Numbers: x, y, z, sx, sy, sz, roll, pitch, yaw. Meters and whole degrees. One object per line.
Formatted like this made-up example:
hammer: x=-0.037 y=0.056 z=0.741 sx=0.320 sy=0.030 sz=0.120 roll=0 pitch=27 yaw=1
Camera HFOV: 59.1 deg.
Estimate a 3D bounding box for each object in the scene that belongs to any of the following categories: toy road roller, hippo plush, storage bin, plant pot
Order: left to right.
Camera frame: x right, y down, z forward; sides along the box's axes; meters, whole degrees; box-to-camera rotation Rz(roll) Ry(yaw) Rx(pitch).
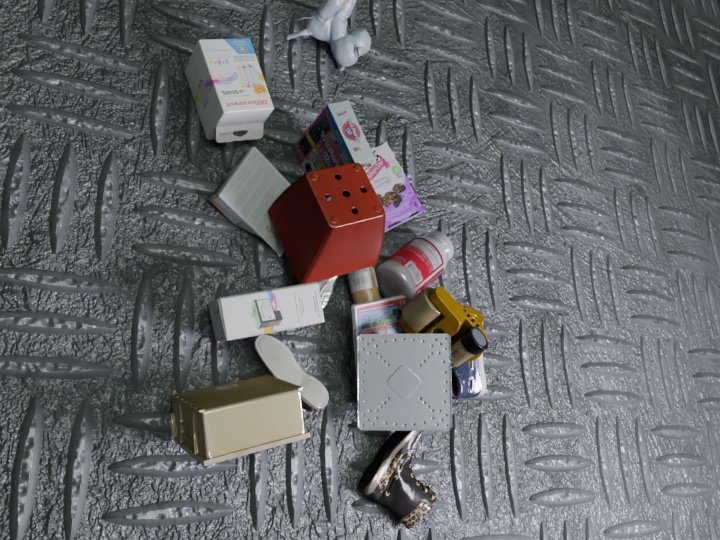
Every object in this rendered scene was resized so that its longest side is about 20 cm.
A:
storage bin: x=-0.230 y=0.266 z=1.175 sx=0.198 sy=0.198 sz=0.095 roll=-8 pitch=94 yaw=-32
plant pot: x=-0.057 y=-0.115 z=1.351 sx=0.199 sy=0.176 sz=0.201 roll=-16 pitch=69 yaw=-27
hippo plush: x=-0.045 y=-0.612 z=1.613 sx=0.161 sy=0.159 sz=0.200 roll=50 pitch=55 yaw=-5
toy road roller: x=0.200 y=0.121 z=1.439 sx=0.200 sy=0.123 sz=0.146 roll=48 pitch=32 yaw=0

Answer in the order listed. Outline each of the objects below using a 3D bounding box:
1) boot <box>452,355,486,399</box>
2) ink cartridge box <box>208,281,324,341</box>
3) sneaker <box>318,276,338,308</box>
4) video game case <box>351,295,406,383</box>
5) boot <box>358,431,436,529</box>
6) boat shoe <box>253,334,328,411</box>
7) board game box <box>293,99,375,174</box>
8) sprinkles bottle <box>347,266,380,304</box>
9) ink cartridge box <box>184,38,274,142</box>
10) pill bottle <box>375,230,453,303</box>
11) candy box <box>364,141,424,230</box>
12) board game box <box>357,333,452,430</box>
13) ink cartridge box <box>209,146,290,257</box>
boot: x=0.247 y=0.210 z=1.545 sx=0.090 sy=0.073 sz=0.202 roll=0 pitch=74 yaw=-36
ink cartridge box: x=-0.191 y=0.084 z=1.268 sx=0.198 sy=0.145 sz=0.085 roll=-9 pitch=86 yaw=-22
sneaker: x=-0.088 y=0.003 z=1.425 sx=0.079 sy=0.074 sz=0.201 roll=30 pitch=60 yaw=-12
video game case: x=0.048 y=0.166 z=1.436 sx=0.142 sy=0.017 sz=0.202 roll=-9 pitch=100 yaw=-33
boot: x=0.106 y=0.440 z=1.377 sx=0.151 sy=0.073 sz=0.200 roll=46 pitch=65 yaw=-9
boat shoe: x=-0.153 y=0.217 z=1.316 sx=0.200 sy=0.060 sz=0.074 roll=43 pitch=43 yaw=-12
board game box: x=-0.065 y=-0.272 z=1.456 sx=0.064 sy=0.200 sz=0.149 roll=-21 pitch=84 yaw=-35
sprinkles bottle: x=0.000 y=0.000 z=1.478 sx=0.068 sy=0.068 sz=0.202 roll=-4 pitch=76 yaw=-31
ink cartridge box: x=-0.288 y=-0.391 z=1.412 sx=0.128 sy=0.125 sz=0.202 roll=-15 pitch=81 yaw=-33
pill bottle: x=0.135 y=-0.013 z=1.536 sx=0.200 sy=0.112 sz=0.113 roll=-37 pitch=93 yaw=-35
candy box: x=0.040 y=-0.196 z=1.568 sx=0.167 sy=0.071 sz=0.201 roll=-29 pitch=89 yaw=-34
board game box: x=0.093 y=0.236 z=1.352 sx=0.198 sy=0.026 sz=0.202 roll=-1 pitch=85 yaw=3
ink cartridge box: x=-0.221 y=-0.152 z=1.429 sx=0.200 sy=0.050 sz=0.163 roll=48 pitch=53 yaw=-29
